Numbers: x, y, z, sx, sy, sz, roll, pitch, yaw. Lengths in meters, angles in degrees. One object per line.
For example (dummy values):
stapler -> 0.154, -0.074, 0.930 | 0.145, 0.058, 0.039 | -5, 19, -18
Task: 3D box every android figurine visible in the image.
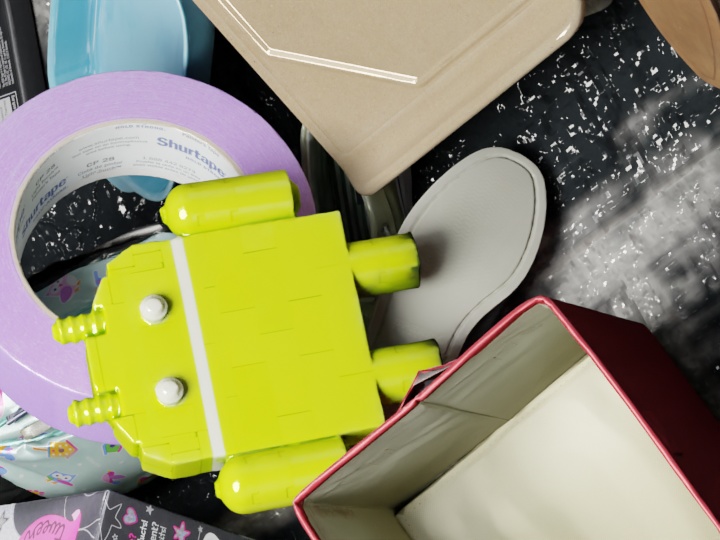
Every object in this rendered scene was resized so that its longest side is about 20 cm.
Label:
android figurine -> -0.060, 0.038, 1.488 | 0.199, 0.041, 0.183 | -8, 72, -9

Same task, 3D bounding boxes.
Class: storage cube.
storage cube -> 0.106, 0.134, 1.434 | 0.171, 0.180, 0.200 | -41, 72, 13

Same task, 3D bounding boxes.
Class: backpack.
backpack -> -0.151, 0.060, 1.660 | 0.199, 0.167, 0.127 | -29, 73, 15

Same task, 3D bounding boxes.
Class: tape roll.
tape roll -> -0.124, -0.008, 1.564 | 0.199, 0.066, 0.201 | 2, 64, -3

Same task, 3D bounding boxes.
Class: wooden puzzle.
wooden puzzle -> 0.001, -0.164, 1.514 | 0.185, 0.037, 0.200 | -37, 93, 35

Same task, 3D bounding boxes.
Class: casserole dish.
casserole dish -> -0.131, -0.131, 1.665 | 0.121, 0.039, 0.201 | 42, 143, 27

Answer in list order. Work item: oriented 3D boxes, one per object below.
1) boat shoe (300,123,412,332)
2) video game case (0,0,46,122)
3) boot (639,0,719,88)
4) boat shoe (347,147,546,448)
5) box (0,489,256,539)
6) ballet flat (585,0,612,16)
boat shoe -> 0.000, 0.000, 1.603 | 0.072, 0.062, 0.201 | -16, 82, 33
video game case -> -0.281, -0.129, 1.819 | 0.180, 0.025, 0.201 | -16, 82, 33
boot -> 0.193, -0.207, 1.451 | 0.070, 0.200, 0.146 | 29, 70, 40
boat shoe -> 0.042, 0.027, 1.552 | 0.074, 0.060, 0.201 | 22, 73, 4
box -> -0.164, 0.205, 1.630 | 0.200, 0.114, 0.133 | -12, 62, 53
ballet flat -> 0.054, -0.205, 1.524 | 0.200, 0.072, 0.072 | 46, 116, 2
